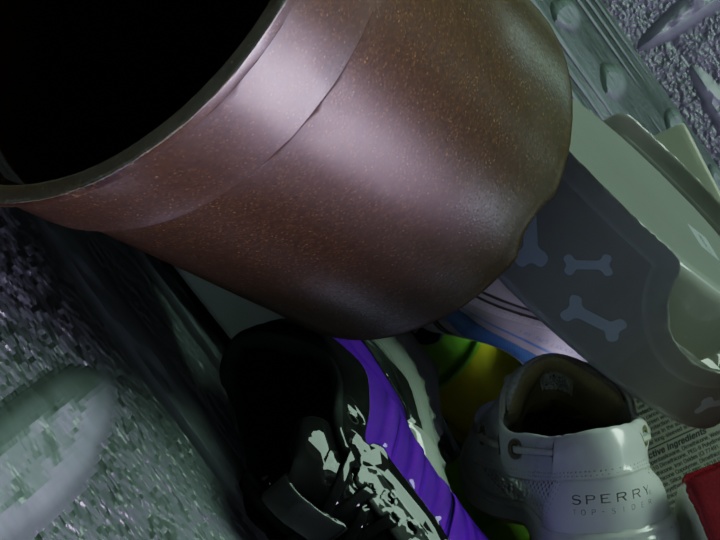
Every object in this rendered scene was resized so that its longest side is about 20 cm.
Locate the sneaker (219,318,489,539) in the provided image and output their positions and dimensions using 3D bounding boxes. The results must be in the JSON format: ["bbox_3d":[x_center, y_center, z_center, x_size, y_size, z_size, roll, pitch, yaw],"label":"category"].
[{"bbox_3d":[0.002,0.099,1.020,0.099,0.070,0.201,21,33,-55],"label":"sneaker"}]

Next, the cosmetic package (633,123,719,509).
[{"bbox_3d":[0.144,0.046,1.254,0.071,0.105,0.201,64,4,-61],"label":"cosmetic package"}]

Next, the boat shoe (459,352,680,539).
[{"bbox_3d":[0.082,0.065,1.097,0.200,0.070,0.070,-145,-133,-76],"label":"boat shoe"}]

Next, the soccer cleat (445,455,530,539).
[{"bbox_3d":[0.080,0.149,1.161,0.081,0.067,0.200,48,12,-34],"label":"soccer cleat"}]

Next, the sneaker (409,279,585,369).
[{"bbox_3d":[0.023,-0.015,1.185,0.200,0.073,0.072,40,10,-14],"label":"sneaker"}]

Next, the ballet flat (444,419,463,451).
[{"bbox_3d":[0.034,0.003,1.348,0.201,0.073,0.073,57,13,10],"label":"ballet flat"}]

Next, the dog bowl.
[{"bbox_3d":[0.099,-0.017,1.131,0.200,0.059,0.200,40,15,-13],"label":"dog bowl"}]

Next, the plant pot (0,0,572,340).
[{"bbox_3d":[-0.037,-0.078,0.977,0.198,0.200,0.201,35,23,-49],"label":"plant pot"}]

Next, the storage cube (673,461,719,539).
[{"bbox_3d":[0.231,0.137,1.067,0.200,0.179,0.172,78,-10,-76],"label":"storage cube"}]

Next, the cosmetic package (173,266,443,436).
[{"bbox_3d":[-0.044,-0.009,1.139,0.200,0.051,0.083,53,8,-13],"label":"cosmetic package"}]

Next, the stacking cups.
[{"bbox_3d":[0.000,0.000,1.231,0.200,0.060,0.061,41,18,-31],"label":"stacking cups"}]
